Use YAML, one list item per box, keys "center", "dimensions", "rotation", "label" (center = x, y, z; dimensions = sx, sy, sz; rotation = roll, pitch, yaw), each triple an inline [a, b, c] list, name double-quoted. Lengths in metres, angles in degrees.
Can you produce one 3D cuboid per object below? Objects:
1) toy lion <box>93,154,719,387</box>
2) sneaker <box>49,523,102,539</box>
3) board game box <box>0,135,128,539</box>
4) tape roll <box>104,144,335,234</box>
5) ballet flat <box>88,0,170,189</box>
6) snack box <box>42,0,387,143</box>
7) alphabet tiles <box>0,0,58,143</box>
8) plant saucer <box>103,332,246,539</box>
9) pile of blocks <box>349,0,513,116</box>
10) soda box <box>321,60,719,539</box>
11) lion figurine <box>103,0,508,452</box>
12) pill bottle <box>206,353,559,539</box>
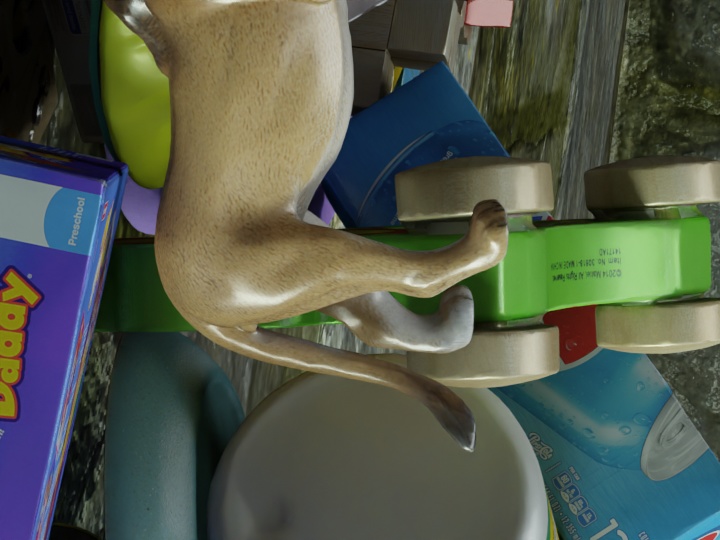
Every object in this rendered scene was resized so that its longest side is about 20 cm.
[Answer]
- center: [0.000, 0.000, 0.849]
  dimensions: [0.200, 0.192, 0.069]
  rotation: [-5, 93, -57]
  label: "toy lion"
- center: [-0.101, 0.188, 0.861]
  dimensions: [0.085, 0.074, 0.200]
  rotation: [53, 46, -76]
  label: "sneaker"
- center: [-0.098, 0.034, 0.679]
  dimensions: [0.200, 0.045, 0.135]
  rotation: [-143, -115, -85]
  label: "board game box"
- center: [-0.040, -0.109, 0.994]
  dimensions: [0.200, 0.066, 0.200]
  rotation: [8, 90, -79]
  label: "tape roll"
- center: [-0.041, -0.106, 0.745]
  dimensions: [0.067, 0.067, 0.200]
  rotation: [-41, 141, -49]
  label: "ballet flat"
- center: [-0.028, -0.112, 0.869]
  dimensions: [0.200, 0.024, 0.072]
  rotation: [-34, 118, -43]
  label: "snack box"
- center: [-0.117, -0.093, 0.754]
  dimensions: [0.200, 0.008, 0.167]
  rotation: [88, 14, -45]
  label: "alphabet tiles"
- center: [-0.053, 0.115, 0.897]
  dimensions: [0.200, 0.027, 0.200]
  rotation: [-6, 90, -84]
  label: "plant saucer"
- center: [0.037, -0.115, 1.052]
  dimensions: [0.200, 0.062, 0.082]
  rotation: [-70, 164, -47]
  label: "pile of blocks"
- center: [0.060, 0.026, 0.961]
  dimensions: [0.200, 0.064, 0.068]
  rotation: [56, -4, 17]
  label: "soda box"
- center: [-0.026, -0.045, 0.688]
  dimensions: [0.072, 0.122, 0.200]
  rotation: [-144, -129, -78]
  label: "lion figurine"
- center: [0.019, 0.119, 0.909]
  dimensions: [0.200, 0.113, 0.113]
  rotation: [72, 28, -61]
  label: "pill bottle"
